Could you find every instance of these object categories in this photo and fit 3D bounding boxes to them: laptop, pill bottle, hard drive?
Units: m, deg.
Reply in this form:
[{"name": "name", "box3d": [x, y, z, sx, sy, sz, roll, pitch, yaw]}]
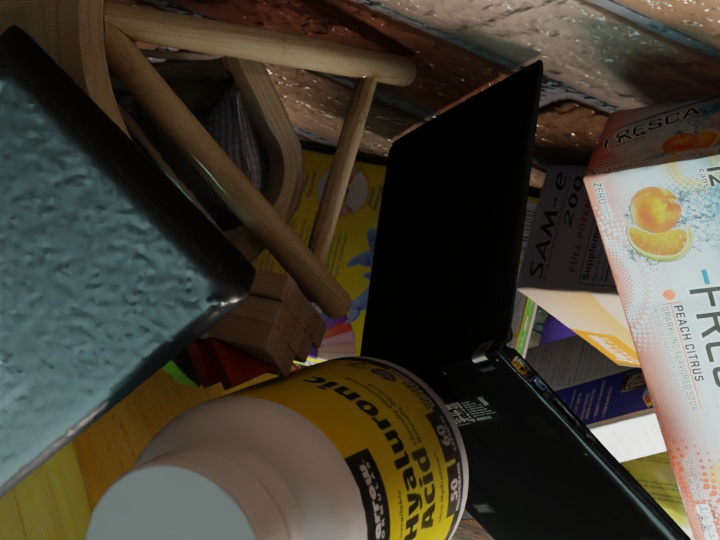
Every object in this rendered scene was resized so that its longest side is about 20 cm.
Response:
[{"name": "laptop", "box3d": [0.080, 0.029, 0.917, 0.200, 0.116, 0.187, 46, 160, -9]}, {"name": "pill bottle", "box3d": [-0.035, 0.104, 0.816, 0.111, 0.112, 0.200, 9, -170, 22]}, {"name": "hard drive", "box3d": [-0.160, 0.014, 0.771, 0.200, 0.033, 0.140, -38, 106, 23]}]

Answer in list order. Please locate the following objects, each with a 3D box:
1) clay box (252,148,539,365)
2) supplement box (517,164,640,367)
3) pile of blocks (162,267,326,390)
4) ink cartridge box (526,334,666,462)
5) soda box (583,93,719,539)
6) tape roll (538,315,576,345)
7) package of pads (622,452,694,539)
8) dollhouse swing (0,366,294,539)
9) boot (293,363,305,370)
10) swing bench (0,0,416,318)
[{"name": "clay box", "box3d": [0.000, 0.000, 1.048, 0.199, 0.116, 0.048, 13, 171, 13]}, {"name": "supplement box", "box3d": [0.198, 0.006, 0.949, 0.199, 0.074, 0.126, 5, 162, 37]}, {"name": "pile of blocks", "box3d": [-0.117, 0.015, 0.825, 0.199, 0.062, 0.082, 20, 162, 0]}, {"name": "ink cartridge box", "box3d": [0.145, 0.070, 1.083, 0.199, 0.095, 0.037, -16, 121, 29]}, {"name": "soda box", "box3d": [0.162, 0.023, 0.838, 0.068, 0.064, 0.201, -8, 118, 25]}, {"name": "tape roll", "box3d": [0.213, 0.088, 1.267, 0.199, 0.066, 0.200, 14, 166, 4]}, {"name": "package of pads", "box3d": [0.201, 0.146, 1.231, 0.199, 0.069, 0.154, 6, 164, 30]}, {"name": "dollhouse swing", "box3d": [-0.151, 0.094, 0.953, 0.175, 0.183, 0.200, -21, 170, 27]}, {"name": "boot", "box3d": [-0.031, 0.074, 1.242, 0.143, 0.073, 0.200, 7, -178, -7]}, {"name": "swing bench", "box3d": [-0.120, -0.074, 0.868, 0.198, 0.131, 0.200, 1, 159, 46]}]
